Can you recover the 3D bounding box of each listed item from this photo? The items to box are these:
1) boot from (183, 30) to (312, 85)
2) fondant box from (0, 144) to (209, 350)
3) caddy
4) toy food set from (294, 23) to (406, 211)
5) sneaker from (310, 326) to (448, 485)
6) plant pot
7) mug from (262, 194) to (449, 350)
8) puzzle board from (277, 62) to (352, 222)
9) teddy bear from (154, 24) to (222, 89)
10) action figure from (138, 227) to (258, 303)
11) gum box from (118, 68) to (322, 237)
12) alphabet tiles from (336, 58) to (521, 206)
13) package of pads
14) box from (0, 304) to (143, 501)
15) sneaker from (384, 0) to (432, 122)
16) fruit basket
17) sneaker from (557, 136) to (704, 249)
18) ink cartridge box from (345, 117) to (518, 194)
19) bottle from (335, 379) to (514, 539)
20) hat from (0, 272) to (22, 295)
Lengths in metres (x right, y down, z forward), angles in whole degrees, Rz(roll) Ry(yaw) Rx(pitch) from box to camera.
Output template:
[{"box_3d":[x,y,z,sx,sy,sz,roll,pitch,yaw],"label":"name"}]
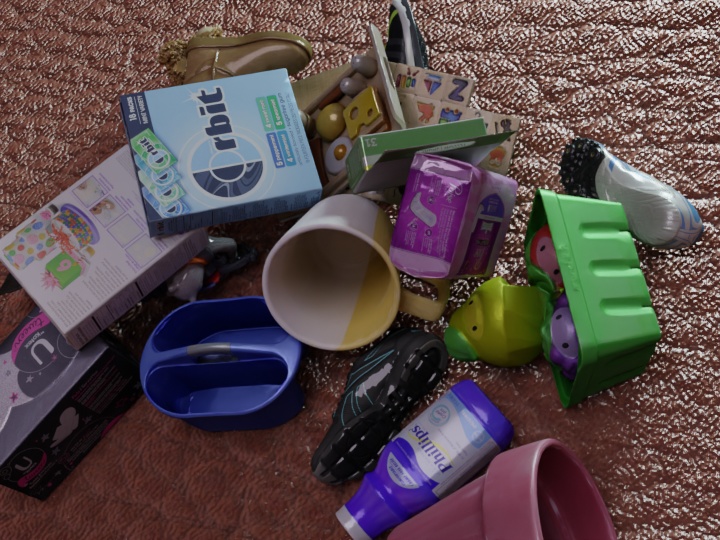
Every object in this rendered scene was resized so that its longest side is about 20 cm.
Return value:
[{"box_3d":[-0.152,-0.193,1.337,0.174,0.066,0.201,-2,64,14],"label":"boot"},{"box_3d":[-0.297,-0.029,1.246,0.200,0.058,0.144,-40,72,-16],"label":"fondant box"},{"box_3d":[-0.152,0.105,1.228,0.199,0.105,0.142,-6,64,18],"label":"caddy"},{"box_3d":[-0.034,-0.181,1.297,0.200,0.060,0.144,-38,52,35],"label":"toy food set"},{"box_3d":[0.013,0.145,1.179,0.200,0.075,0.079,-49,39,-9],"label":"sneaker"},{"box_3d":[0.128,0.277,1.001,0.179,0.200,0.201,-24,58,27],"label":"plant pot"},{"box_3d":[-0.010,0.001,1.211,0.149,0.187,0.153,-37,15,22],"label":"mug"},{"box_3d":[-0.047,-0.167,1.378,0.150,0.017,0.201,-17,61,11],"label":"puzzle board"},{"box_3d":[-0.209,-0.255,1.461,0.145,0.067,0.200,-35,54,-16],"label":"teddy bear"},{"box_3d":[-0.239,-0.034,1.337,0.199,0.105,0.194,-25,50,7],"label":"action figure"},{"box_3d":[-0.162,-0.138,1.246,0.199,0.045,0.171,-12,67,-14],"label":"gum box"},{"box_3d":[0.084,-0.153,1.286,0.199,0.008,0.168,15,90,18],"label":"alphabet tiles"},{"box_3d":[0.102,-0.052,1.143,0.075,0.200,0.121,16,96,20],"label":"package of pads"},{"box_3d":[-0.374,0.147,1.287,0.132,0.115,0.200,38,82,31],"label":"box"},{"box_3d":[0.041,-0.255,1.353,0.082,0.072,0.201,-14,61,12],"label":"sneaker"},{"box_3d":[0.186,0.036,1.124,0.214,0.156,0.216,-1,61,1],"label":"fruit basket"},{"box_3d":[0.292,-0.082,1.187,0.200,0.072,0.072,47,113,44],"label":"sneaker"},{"box_3d":[0.070,-0.133,1.158,0.145,0.200,0.048,-10,82,-11],"label":"ink cartridge box"},{"box_3d":[0.063,0.204,1.122,0.200,0.065,0.084,-40,59,-2],"label":"bottle"},{"box_3d":[-0.357,-0.003,1.364,0.200,0.081,0.201,-30,18,11],"label":"hat"}]
